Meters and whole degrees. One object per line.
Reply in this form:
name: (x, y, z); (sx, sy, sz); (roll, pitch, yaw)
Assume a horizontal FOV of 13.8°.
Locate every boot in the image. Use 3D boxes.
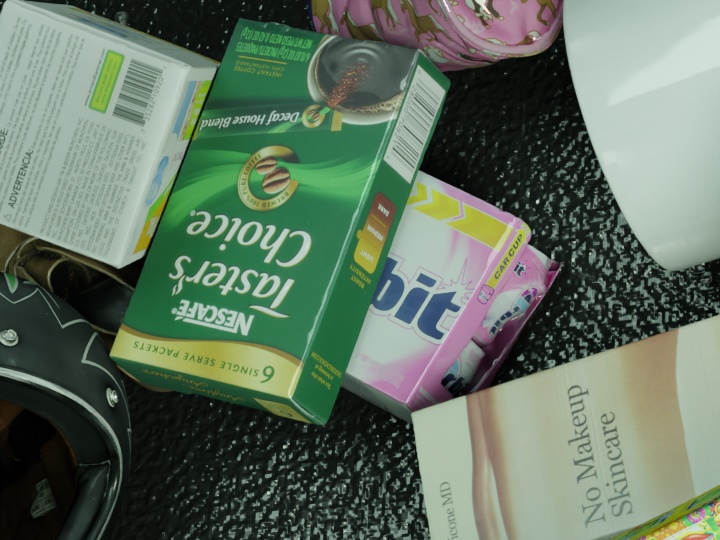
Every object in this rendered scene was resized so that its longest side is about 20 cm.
boot: (-0.174, -0.006, 1.652); (0.199, 0.075, 0.074); (29, 83, 25)

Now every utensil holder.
utensil holder: (0.220, -0.106, 1.469); (0.199, 0.170, 0.171); (-19, 60, 20)

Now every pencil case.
pencil case: (0.040, -0.149, 1.568); (0.200, 0.086, 0.083); (-176, 98, -68)

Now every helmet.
helmet: (-0.211, 0.095, 1.565); (0.199, 0.200, 0.192); (9, 84, 29)

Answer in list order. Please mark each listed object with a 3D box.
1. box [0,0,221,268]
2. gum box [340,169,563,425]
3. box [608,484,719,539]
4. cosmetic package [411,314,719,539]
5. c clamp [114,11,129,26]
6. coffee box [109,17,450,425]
box: (-0.142, -0.075, 1.577); (0.101, 0.200, 0.113); (20, 96, 2)
gum box: (0.000, 0.000, 1.585); (0.199, 0.066, 0.114); (27, 81, 33)
box: (0.177, 0.201, 1.326); (0.192, 0.122, 0.201); (-28, 85, 11)
cosmetic package: (0.135, 0.097, 1.460); (0.199, 0.087, 0.104); (-20, 61, 17)
c clamp: (-0.206, -0.040, 1.734); (0.199, 0.027, 0.172); (-20, 65, 15)
coffee box: (-0.042, -0.027, 1.550); (0.122, 0.044, 0.201); (13, 75, 32)
